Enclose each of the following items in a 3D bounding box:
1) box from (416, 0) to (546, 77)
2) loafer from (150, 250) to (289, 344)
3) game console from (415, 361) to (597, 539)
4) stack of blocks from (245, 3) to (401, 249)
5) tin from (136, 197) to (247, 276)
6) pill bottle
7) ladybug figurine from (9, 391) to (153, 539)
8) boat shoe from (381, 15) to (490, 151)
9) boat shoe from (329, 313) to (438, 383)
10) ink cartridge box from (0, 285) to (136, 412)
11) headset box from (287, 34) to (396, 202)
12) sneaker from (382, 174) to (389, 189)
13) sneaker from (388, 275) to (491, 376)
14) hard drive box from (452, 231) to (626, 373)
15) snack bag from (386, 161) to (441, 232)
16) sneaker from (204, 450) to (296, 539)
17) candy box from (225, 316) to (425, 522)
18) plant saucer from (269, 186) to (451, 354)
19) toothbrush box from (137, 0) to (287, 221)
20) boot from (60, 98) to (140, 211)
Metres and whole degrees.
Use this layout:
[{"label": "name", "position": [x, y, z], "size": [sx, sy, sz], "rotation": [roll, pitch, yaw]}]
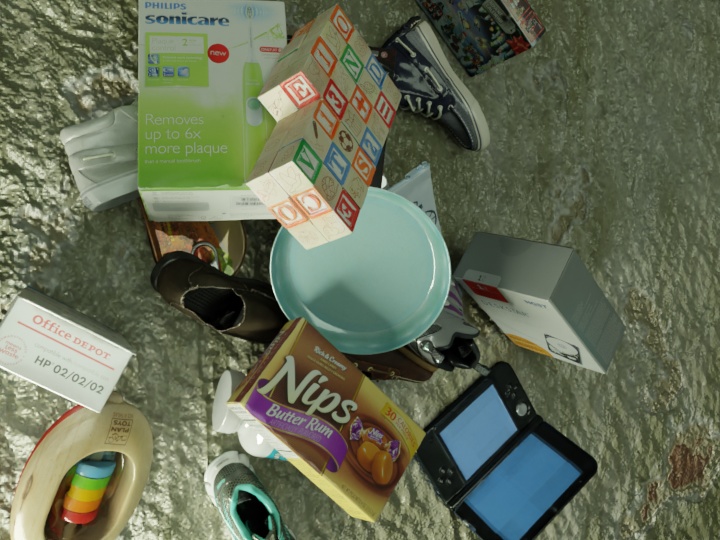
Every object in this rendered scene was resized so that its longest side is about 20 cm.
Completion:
[{"label": "box", "position": [0.139, -0.366, 0.883], "size": [0.200, 0.136, 0.040], "rotation": [48, 69, -17]}, {"label": "loafer", "position": [-0.146, 0.048, 0.757], "size": [0.198, 0.071, 0.074], "rotation": [25, 105, -43]}, {"label": "game console", "position": [0.201, 0.256, 0.925], "size": [0.199, 0.118, 0.172], "rotation": [-37, 105, -21]}, {"label": "stack of blocks", "position": [-0.035, -0.136, 0.616], "size": [0.115, 0.058, 0.202], "rotation": [47, 44, -32]}, {"label": "tin", "position": [-0.201, -0.077, 0.778], "size": [0.110, 0.042, 0.204], "rotation": [-16, 96, -20]}, {"label": "pill bottle", "position": [-0.073, 0.172, 0.799], "size": [0.197, 0.110, 0.113], "rotation": [16, 84, -24]}, {"label": "ladybug figurine", "position": [-0.294, 0.217, 0.698], "size": [0.135, 0.071, 0.203], "rotation": [22, 93, -48]}, {"label": "boat shoe", "position": [0.090, -0.232, 0.903], "size": [0.092, 0.075, 0.202], "rotation": [-36, 97, -14]}, {"label": "boat shoe", "position": [0.022, 0.106, 0.853], "size": [0.199, 0.070, 0.071], "rotation": [33, 97, -39]}, {"label": "ink cartridge box", "position": [-0.291, 0.074, 0.645], "size": [0.114, 0.199, 0.069], "rotation": [32, 78, -21]}, {"label": "headset box", "position": [-0.042, -0.152, 0.755], "size": [0.146, 0.077, 0.204], "rotation": [8, 74, 0]}, {"label": "sneaker", "position": [-0.045, -0.125, 0.839], "size": [0.114, 0.073, 0.202], "rotation": [-35, 94, -17]}, {"label": "sneaker", "position": [0.116, 0.079, 0.845], "size": [0.199, 0.139, 0.078], "rotation": [-17, 142, -56]}, {"label": "hard drive box", "position": [0.243, 0.042, 0.894], "size": [0.200, 0.155, 0.078], "rotation": [43, 72, -38]}, {"label": "snack bag", "position": [0.030, -0.014, 0.850], "size": [0.187, 0.021, 0.202], "rotation": [-34, 132, -20]}, {"label": "sneaker", "position": [-0.118, 0.315, 0.788], "size": [0.077, 0.091, 0.202], "rotation": [-34, 104, -20]}, {"label": "candy box", "position": [-0.034, 0.162, 0.726], "size": [0.200, 0.056, 0.117], "rotation": [45, 62, -14]}, {"label": "plant saucer", "position": [0.000, 0.000, 0.726], "size": [0.196, 0.028, 0.204], "rotation": [2, 116, 3]}, {"label": "toothbrush box", "position": [-0.143, -0.159, 0.661], "size": [0.142, 0.086, 0.204], "rotation": [-1, 73, -11]}, {"label": "boot", "position": [-0.214, -0.142, 0.714], "size": [0.198, 0.073, 0.097], "rotation": [-25, 94, -27]}]
